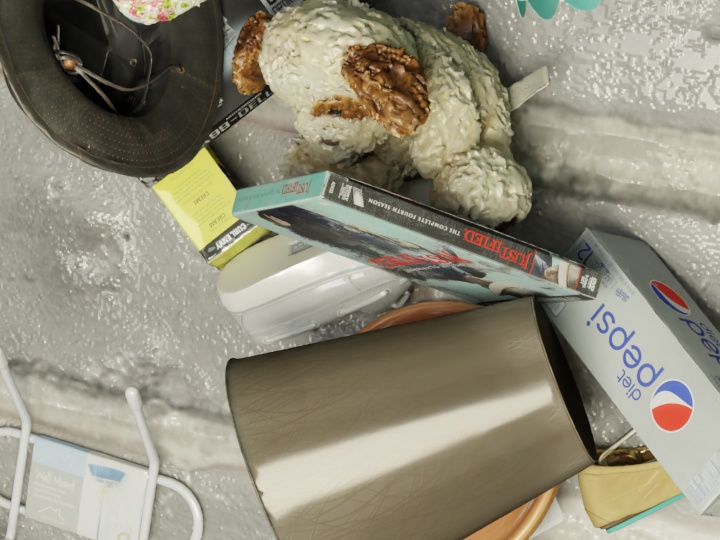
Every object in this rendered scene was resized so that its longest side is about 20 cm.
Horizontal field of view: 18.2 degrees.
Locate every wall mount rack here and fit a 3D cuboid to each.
[{"bbox_3d":[-0.213,0.146,1.661,0.198,0.074,0.175,14,106,20],"label":"wall mount rack"}]

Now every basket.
[{"bbox_3d":[0.039,0.103,1.433,0.199,0.136,0.182,-22,101,10],"label":"basket"}]

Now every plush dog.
[{"bbox_3d":[0.012,-0.119,1.438,0.199,0.171,0.162,12,83,41],"label":"plush dog"}]

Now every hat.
[{"bbox_3d":[-0.177,-0.144,1.453,0.081,0.200,0.202,-25,90,45],"label":"hat"}]

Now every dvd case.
[{"bbox_3d":[0.034,-0.017,1.417,0.146,0.199,0.022,-6,68,64],"label":"dvd case"}]

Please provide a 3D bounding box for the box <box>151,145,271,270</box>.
[{"bbox_3d":[-0.142,-0.095,1.579,0.050,0.075,0.201,-37,83,1],"label":"box"}]

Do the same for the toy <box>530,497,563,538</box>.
[{"bbox_3d":[0.040,0.167,1.564,0.199,0.047,0.116,-30,68,18],"label":"toy"}]

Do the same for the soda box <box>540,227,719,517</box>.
[{"bbox_3d":[0.197,0.065,1.425,0.064,0.068,0.200,-52,52,23],"label":"soda box"}]

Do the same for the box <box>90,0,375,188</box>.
[{"bbox_3d":[-0.113,-0.179,1.524,0.199,0.050,0.158,-36,84,-1],"label":"box"}]

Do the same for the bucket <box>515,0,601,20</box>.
[{"bbox_3d":[0.159,-0.255,1.354,0.206,0.207,0.136,-27,83,26],"label":"bucket"}]

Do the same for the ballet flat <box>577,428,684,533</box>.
[{"bbox_3d":[0.225,0.112,1.465,0.199,0.069,0.063,-26,89,25],"label":"ballet flat"}]

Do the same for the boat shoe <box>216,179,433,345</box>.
[{"bbox_3d":[0.000,0.000,1.546,0.199,0.072,0.069,-24,122,11],"label":"boat shoe"}]

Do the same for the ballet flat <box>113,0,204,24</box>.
[{"bbox_3d":[-0.083,-0.235,1.445,0.076,0.200,0.064,46,151,-1],"label":"ballet flat"}]

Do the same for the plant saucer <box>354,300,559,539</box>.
[{"bbox_3d":[0.050,0.121,1.522,0.198,0.037,0.202,-9,68,23],"label":"plant saucer"}]
